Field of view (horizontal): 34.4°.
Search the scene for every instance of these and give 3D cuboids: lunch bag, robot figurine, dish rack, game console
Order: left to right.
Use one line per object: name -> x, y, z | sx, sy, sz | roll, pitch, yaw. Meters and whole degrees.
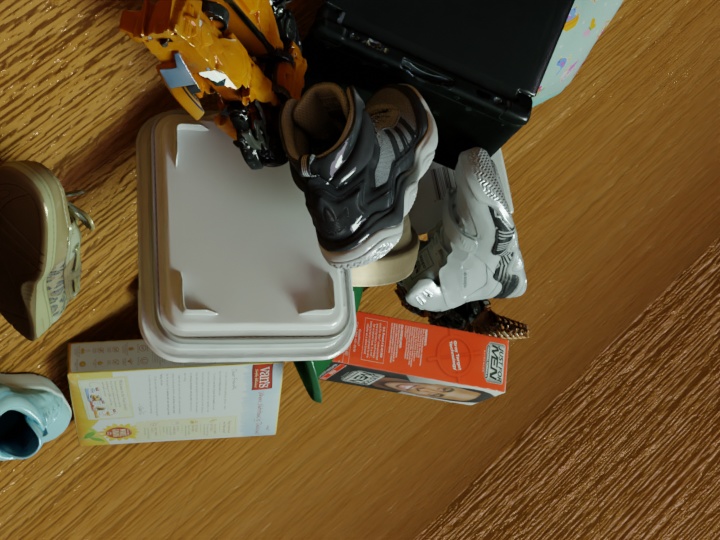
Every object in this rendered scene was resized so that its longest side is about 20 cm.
robot figurine -> -0.093, -0.159, 0.820 | 0.200, 0.057, 0.147 | 48, 45, -62
dish rack -> -0.085, -0.034, 0.890 | 0.169, 0.203, 0.044 | 0, 162, -17
game console -> 0.055, -0.197, 0.993 | 0.176, 0.197, 0.118 | 135, -27, -61
lunch bag -> 0.195, -0.266, 1.198 | 0.199, 0.122, 0.172 | -20, 145, -48

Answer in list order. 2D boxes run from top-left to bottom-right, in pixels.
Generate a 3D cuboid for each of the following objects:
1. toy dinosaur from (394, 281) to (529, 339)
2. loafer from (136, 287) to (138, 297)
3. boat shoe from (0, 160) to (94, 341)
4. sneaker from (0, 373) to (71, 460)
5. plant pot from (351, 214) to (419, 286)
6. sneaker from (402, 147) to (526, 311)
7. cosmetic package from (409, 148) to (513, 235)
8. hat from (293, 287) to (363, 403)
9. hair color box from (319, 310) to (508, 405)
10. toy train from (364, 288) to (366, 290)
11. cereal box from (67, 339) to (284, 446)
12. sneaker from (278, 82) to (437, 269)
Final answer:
toy dinosaur -> 0.111, 0.029, 1.301 | 0.103, 0.197, 0.137 | -58, 139, -38
loafer -> -0.167, 0.050, 1.142 | 0.062, 0.072, 0.201 | -25, 149, -6
boat shoe -> -0.237, -0.023, 0.856 | 0.063, 0.073, 0.201 | -41, 170, -32
sneaker -> -0.296, 0.135, 0.991 | 0.074, 0.082, 0.200 | -47, 160, 2
plant pot -> -0.038, -0.067, 1.011 | 0.200, 0.199, 0.094 | -16, 126, -54
sneaker -> 0.084, -0.026, 1.056 | 0.113, 0.076, 0.201 | -18, 145, 5
cosmetic package -> 0.091, -0.097, 1.193 | 0.106, 0.086, 0.200 | -13, -173, 5
hat -> 0.000, 0.000, 1.084 | 0.174, 0.202, 0.167 | -21, 148, -9
hair color box -> 0.050, 0.095, 1.251 | 0.101, 0.197, 0.062 | 139, -40, -68
toy train -> -0.013, -0.006, 1.315 | 0.199, 0.085, 0.114 | -38, 167, -24
cereal box -> -0.174, 0.115, 1.109 | 0.196, 0.040, 0.145 | -2, 145, -11
sneaker -> 0.000, -0.105, 0.873 | 0.115, 0.074, 0.202 | 62, 31, -36
